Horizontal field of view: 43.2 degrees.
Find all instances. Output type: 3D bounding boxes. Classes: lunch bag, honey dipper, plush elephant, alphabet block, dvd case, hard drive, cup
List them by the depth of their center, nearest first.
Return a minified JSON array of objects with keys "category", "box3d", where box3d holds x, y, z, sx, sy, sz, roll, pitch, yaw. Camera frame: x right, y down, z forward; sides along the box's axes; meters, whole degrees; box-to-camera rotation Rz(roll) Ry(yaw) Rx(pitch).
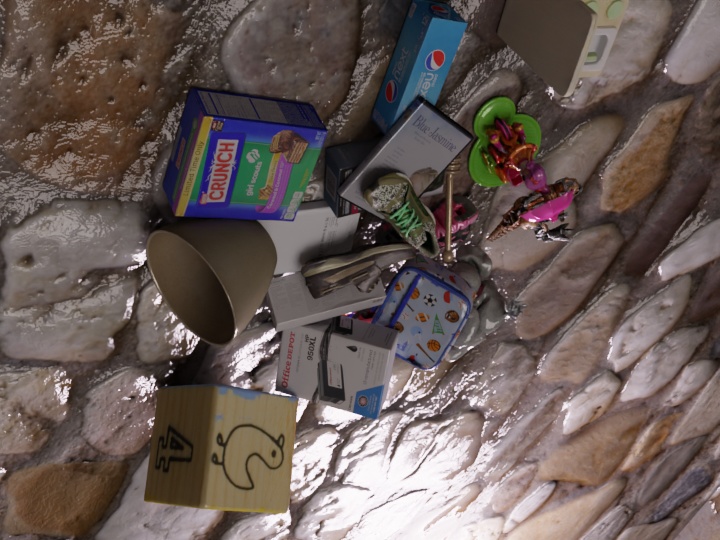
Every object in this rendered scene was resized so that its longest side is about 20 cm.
[{"category":"cup","box3d":[-0.210,-0.007,1.391,0.143,0.199,0.202,-37,146,-35]},{"category":"dvd case","box3d":[0.072,-0.167,1.431,0.200,0.018,0.142,-47,138,18]},{"category":"hard drive","box3d":[-0.101,-0.054,1.518,0.197,0.027,0.133,-9,134,-27]},{"category":"honey dipper","box3d":[0.150,-0.113,1.551,0.037,0.038,0.204,-6,107,-27]},{"category":"alphabet block","box3d":[-0.243,0.314,1.593,0.194,0.204,0.195,16,162,-41]},{"category":"lunch bag","box3d":[0.103,0.079,1.626,0.159,0.076,0.201,29,123,0]},{"category":"plush elephant","box3d":[0.201,0.052,1.734,0.199,0.155,0.165,-32,-163,51]}]

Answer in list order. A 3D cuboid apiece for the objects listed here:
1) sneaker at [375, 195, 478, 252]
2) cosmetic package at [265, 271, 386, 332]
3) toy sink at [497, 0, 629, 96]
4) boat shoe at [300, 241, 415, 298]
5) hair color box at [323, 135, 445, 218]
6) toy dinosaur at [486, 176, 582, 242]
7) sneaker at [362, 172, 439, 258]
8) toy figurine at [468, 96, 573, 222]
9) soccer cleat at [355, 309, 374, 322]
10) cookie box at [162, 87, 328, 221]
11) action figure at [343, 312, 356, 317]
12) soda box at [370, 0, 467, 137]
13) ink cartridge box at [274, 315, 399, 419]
[{"category":"sneaker","box3d":[0.118,-0.059,1.627,0.197,0.080,0.096,-18,149,-15]},{"category":"cosmetic package","box3d":[-0.062,0.039,1.570,0.197,0.084,0.051,-13,163,-14]},{"category":"toy sink","box3d":[0.312,-0.366,1.351,0.110,0.201,0.132,-9,133,-25]},{"category":"boat shoe","box3d":[0.000,0.000,1.533,0.197,0.075,0.075,-13,97,-1]},{"category":"hair color box","box3d":[0.042,-0.161,1.480,0.197,0.061,0.100,-15,137,-21]},{"category":"toy dinosaur","box3d":[0.322,-0.112,1.679,0.198,0.104,0.135,-7,167,38]},{"category":"sneaker","box3d":[0.078,-0.083,1.437,0.077,0.089,0.200,-39,141,12]},{"category":"toy figurine","box3d":[0.283,-0.170,1.532,0.149,0.185,0.201,-31,139,-2]},{"category":"soccer cleat","box3d":[-0.003,0.124,1.737,0.199,0.067,0.077,-37,109,12]},{"category":"cookie box","box3d":[-0.170,-0.163,1.331,0.197,0.076,0.173,1,129,-32]},{"category":"action figure","box3d":[-0.055,0.105,1.684,0.065,0.052,0.202,7,121,-43]},{"category":"soda box","box3d":[0.086,-0.299,1.373,0.067,0.064,0.202,-2,130,-31]},{"category":"ink cartridge box","box3d":[-0.044,0.162,1.618,0.197,0.084,0.147,14,113,9]}]
